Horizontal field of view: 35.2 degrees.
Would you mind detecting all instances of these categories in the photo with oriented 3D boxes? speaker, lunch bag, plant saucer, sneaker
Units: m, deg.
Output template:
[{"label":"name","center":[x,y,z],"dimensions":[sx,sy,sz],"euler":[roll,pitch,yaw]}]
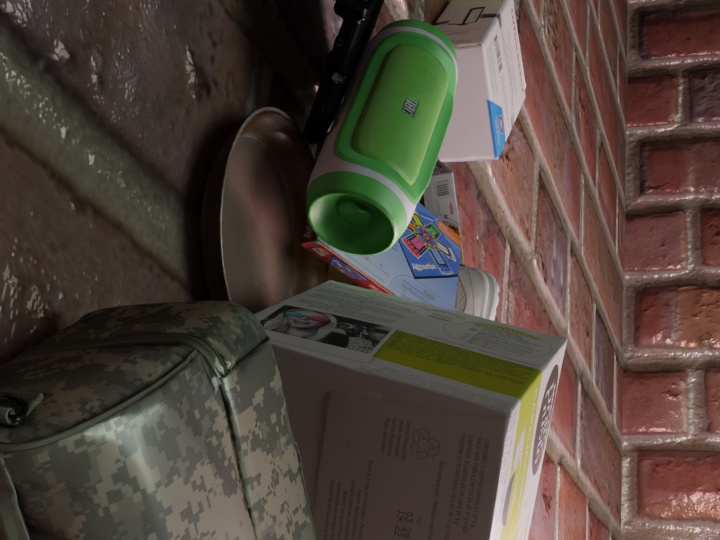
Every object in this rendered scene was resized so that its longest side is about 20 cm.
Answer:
[{"label":"speaker","center":[0.020,-0.110,0.909],"dimensions":[0.089,0.088,0.201],"euler":[66,34,-45]},{"label":"lunch bag","center":[-0.119,0.126,0.569],"dimensions":[0.168,0.139,0.201],"euler":[-47,130,-64]},{"label":"plant saucer","center":[-0.073,-0.023,0.866],"dimensions":[0.200,0.032,0.201],"euler":[-2,90,-69]},{"label":"sneaker","center":[0.073,0.084,1.089],"dimensions":[0.082,0.075,0.201],"euler":[27,63,-36]}]

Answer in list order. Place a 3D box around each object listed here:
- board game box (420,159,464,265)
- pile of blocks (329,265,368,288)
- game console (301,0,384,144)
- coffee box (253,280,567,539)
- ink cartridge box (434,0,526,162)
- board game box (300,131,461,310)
[{"label":"board game box","center":[0.082,-0.016,1.209],"dimensions":[0.134,0.034,0.201],"euler":[-112,-166,-75]},{"label":"pile of blocks","center":[0.000,0.000,1.009],"dimensions":[0.082,0.062,0.201],"euler":[45,48,-38]},{"label":"game console","center":[-0.044,-0.224,0.941],"dimensions":[0.200,0.116,0.176],"euler":[-71,-177,-67]},{"label":"coffee box","center":[0.019,0.138,0.803],"dimensions":[0.198,0.199,0.201],"euler":[-26,127,-68]},{"label":"ink cartridge box","center":[0.140,-0.240,1.393],"dimensions":[0.200,0.084,0.147],"euler":[-61,143,-56]},{"label":"board game box","center":[0.023,-0.026,0.978],"dimensions":[0.200,0.019,0.103],"euler":[36,54,-43]}]
